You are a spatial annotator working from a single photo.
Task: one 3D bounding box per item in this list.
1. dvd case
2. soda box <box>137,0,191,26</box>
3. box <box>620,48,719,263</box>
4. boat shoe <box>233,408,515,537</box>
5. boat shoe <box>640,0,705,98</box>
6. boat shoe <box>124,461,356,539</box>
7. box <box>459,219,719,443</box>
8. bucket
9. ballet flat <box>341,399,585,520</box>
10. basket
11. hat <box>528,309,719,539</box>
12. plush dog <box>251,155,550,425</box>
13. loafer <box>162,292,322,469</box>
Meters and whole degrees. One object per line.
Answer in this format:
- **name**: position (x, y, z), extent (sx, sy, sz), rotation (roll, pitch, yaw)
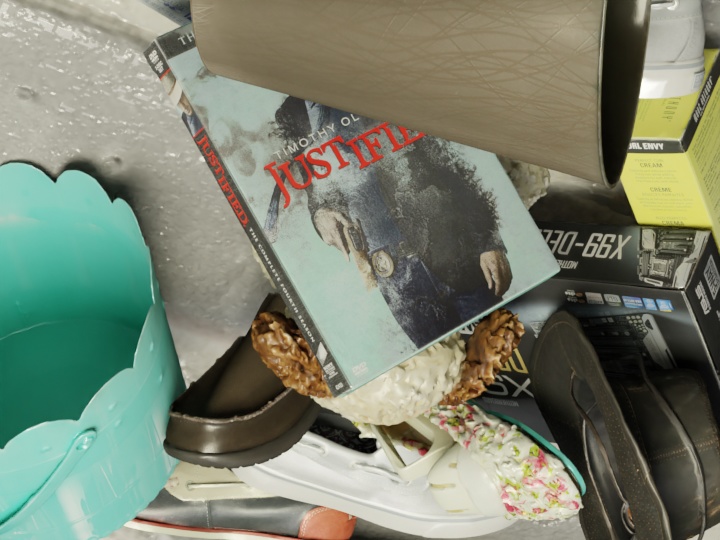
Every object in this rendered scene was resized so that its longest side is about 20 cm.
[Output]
- **dvd case**: position (-0.002, -0.055, 1.143), extent (0.145, 0.201, 0.022), rotation (-27, 174, -29)
- **soda box**: position (-0.119, -0.189, 1.096), extent (0.063, 0.069, 0.200), rotation (-25, 155, 22)
- **box**: position (0.199, -0.030, 1.290), extent (0.050, 0.076, 0.201), rotation (3, 140, 32)
- **boat shoe**: position (0.016, 0.112, 1.431), extent (0.198, 0.072, 0.069), rotation (16, 133, -2)
- **boat shoe**: position (0.086, -0.133, 1.206), extent (0.198, 0.072, 0.069), rotation (6, 104, 15)
- **boat shoe**: position (-0.097, 0.145, 1.474), extent (0.198, 0.071, 0.063), rotation (8, 91, -4)
- **box**: position (0.129, 0.039, 1.324), extent (0.199, 0.050, 0.158), rotation (6, 140, 33)
- **bucket**: position (-0.198, 0.057, 1.299), extent (0.205, 0.208, 0.135), rotation (-7, 139, 7)
- **ballet flat**: position (0.056, 0.108, 1.321), extent (0.064, 0.200, 0.076), rotation (-37, 122, -14)
- **basket**: position (0.030, -0.135, 1.060), extent (0.198, 0.136, 0.182), rotation (8, 126, 15)
- **hat**: position (0.163, 0.100, 1.249), extent (0.080, 0.201, 0.202), rotation (-19, 134, -9)
- **plush dog**: position (0.000, 0.000, 1.234), extent (0.198, 0.173, 0.160), rotation (1, 161, -29)
- **loafer**: position (-0.049, 0.046, 1.313), extent (0.072, 0.200, 0.072), rotation (9, 122, 33)
